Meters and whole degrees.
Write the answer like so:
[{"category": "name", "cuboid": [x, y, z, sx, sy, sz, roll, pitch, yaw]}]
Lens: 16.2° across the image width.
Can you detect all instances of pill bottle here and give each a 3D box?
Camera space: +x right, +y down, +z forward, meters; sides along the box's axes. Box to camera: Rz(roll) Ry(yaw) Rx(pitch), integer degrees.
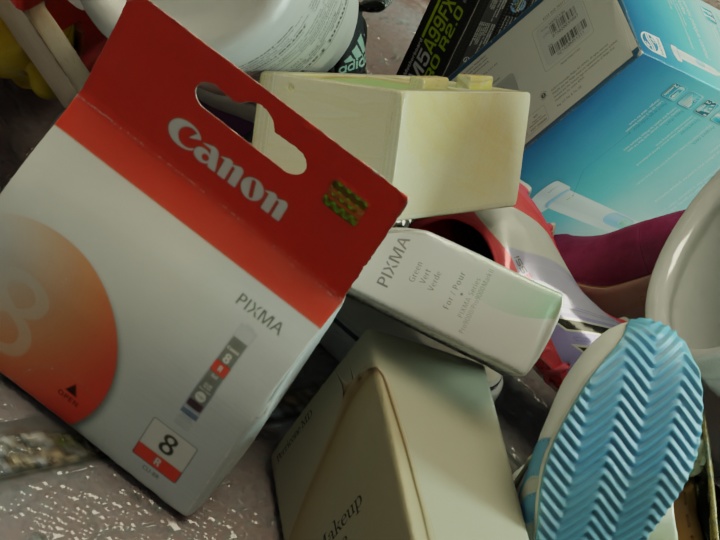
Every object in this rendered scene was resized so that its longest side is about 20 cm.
[{"category": "pill bottle", "cuboid": [-0.062, -0.145, 1.249, 0.114, 0.114, 0.200, 41, 5, 10]}]

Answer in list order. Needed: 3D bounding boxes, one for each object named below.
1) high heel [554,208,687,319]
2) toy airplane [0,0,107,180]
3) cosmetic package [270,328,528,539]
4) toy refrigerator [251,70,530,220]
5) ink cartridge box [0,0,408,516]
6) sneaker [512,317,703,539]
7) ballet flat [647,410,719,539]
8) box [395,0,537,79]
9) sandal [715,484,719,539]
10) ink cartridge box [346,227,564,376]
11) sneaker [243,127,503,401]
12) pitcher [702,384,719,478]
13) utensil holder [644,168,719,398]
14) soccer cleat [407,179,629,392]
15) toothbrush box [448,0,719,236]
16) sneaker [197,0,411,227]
[{"category": "high heel", "cuboid": [0.162, -0.015, 1.431, 0.067, 0.096, 0.200, 40, -13, -28]}, {"category": "toy airplane", "cuboid": [-0.183, -0.134, 1.307, 0.199, 0.141, 0.200, 52, 4, -36]}, {"category": "cosmetic package", "cuboid": [0.022, 0.136, 1.174, 0.073, 0.104, 0.200, 19, 35, -26]}, {"category": "toy refrigerator", "cuboid": [0.019, -0.068, 1.277, 0.076, 0.070, 0.200, 9, 6, 21]}, {"category": "ink cartridge box", "cuboid": [-0.091, -0.003, 1.159, 0.162, 0.200, 0.050, 38, 39, 5]}, {"category": "sneaker", "cuboid": [0.101, 0.107, 1.200, 0.076, 0.200, 0.081, 9, 24, -20]}, {"category": "ballet flat", "cuboid": [0.149, 0.140, 1.245, 0.071, 0.071, 0.200, 6, 74, -38]}, {"category": "box", "cuboid": [0.114, -0.142, 1.526, 0.160, 0.200, 0.044, 6, 30, -36]}, {"category": "sandal", "cuboid": [0.198, 0.154, 1.362, 0.080, 0.054, 0.200, 47, 18, 32]}, {"category": "ink cartridge box", "cuboid": [-0.001, -0.009, 1.253, 0.200, 0.050, 0.161, 28, -2, 1]}, {"category": "sneaker", "cuboid": [0.000, 0.000, 1.360, 0.200, 0.071, 0.073, 37, 32, 3]}, {"category": "pitcher", "cuboid": [0.236, 0.053, 1.482, 0.171, 0.121, 0.200, 25, 16, 26]}, {"category": "utensil holder", "cuboid": [0.271, 0.037, 1.284, 0.200, 0.170, 0.170, 41, 29, -21]}, {"category": "soccer cleat", "cuboid": [0.104, 0.034, 1.373, 0.076, 0.067, 0.200, -21, 67, -39]}, {"category": "toothbrush box", "cuboid": [0.165, -0.085, 1.483, 0.200, 0.146, 0.085, 20, 42, -40]}, {"category": "sneaker", "cuboid": [-0.008, -0.092, 1.407, 0.200, 0.140, 0.078, 34, 31, 0]}]
